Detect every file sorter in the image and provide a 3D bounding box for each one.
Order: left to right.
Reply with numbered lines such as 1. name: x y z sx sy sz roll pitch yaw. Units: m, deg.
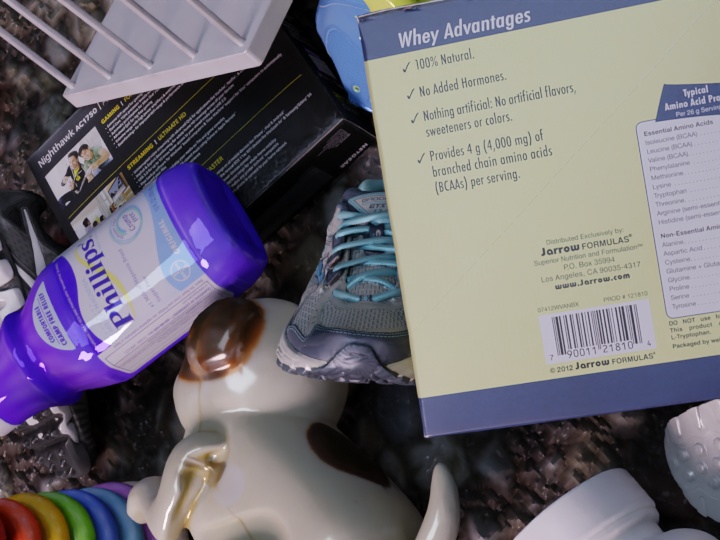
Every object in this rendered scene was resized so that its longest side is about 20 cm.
1. file sorter: -0.133 -0.199 0.880 0.200 0.124 0.139 -3 57 48

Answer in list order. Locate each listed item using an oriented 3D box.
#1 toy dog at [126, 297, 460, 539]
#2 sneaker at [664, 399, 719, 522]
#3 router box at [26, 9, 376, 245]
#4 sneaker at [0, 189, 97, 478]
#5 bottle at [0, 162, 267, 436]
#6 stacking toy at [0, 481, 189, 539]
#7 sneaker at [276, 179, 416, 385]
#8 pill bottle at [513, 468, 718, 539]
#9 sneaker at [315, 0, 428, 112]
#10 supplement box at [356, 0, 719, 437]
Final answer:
1. toy dog: -0.047 0.111 0.818 0.194 0.139 0.201 -42 54 37
2. sneaker: 0.242 0.079 0.720 0.199 0.080 0.077 -14 100 44
3. router box: -0.105 -0.077 0.941 0.200 0.051 0.149 -41 62 15
4. sneaker: -0.203 0.034 0.962 0.066 0.090 0.201 -21 93 51
5. bottle: -0.151 0.023 0.870 0.200 0.065 0.084 -36 65 13
6. stacking toy: -0.186 0.160 0.852 0.085 0.200 0.086 -6 77 27
7. sneaker: 0.000 0.000 0.783 0.077 0.200 0.087 5 106 1
8. pill bottle: 0.158 0.198 0.713 0.112 0.112 0.200 -44 63 14
9. sneaker: 0.052 -0.119 0.867 0.200 0.076 0.105 43 144 9
10. supplement box: 0.121 -0.037 0.723 0.199 0.134 0.201 -9 89 14
